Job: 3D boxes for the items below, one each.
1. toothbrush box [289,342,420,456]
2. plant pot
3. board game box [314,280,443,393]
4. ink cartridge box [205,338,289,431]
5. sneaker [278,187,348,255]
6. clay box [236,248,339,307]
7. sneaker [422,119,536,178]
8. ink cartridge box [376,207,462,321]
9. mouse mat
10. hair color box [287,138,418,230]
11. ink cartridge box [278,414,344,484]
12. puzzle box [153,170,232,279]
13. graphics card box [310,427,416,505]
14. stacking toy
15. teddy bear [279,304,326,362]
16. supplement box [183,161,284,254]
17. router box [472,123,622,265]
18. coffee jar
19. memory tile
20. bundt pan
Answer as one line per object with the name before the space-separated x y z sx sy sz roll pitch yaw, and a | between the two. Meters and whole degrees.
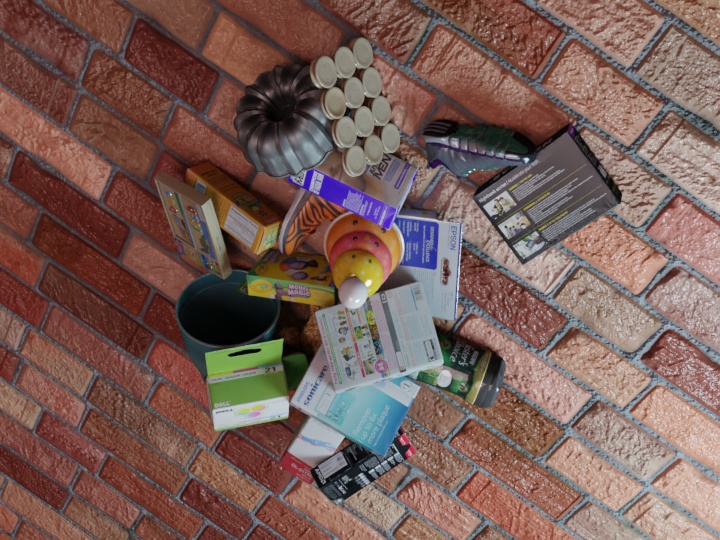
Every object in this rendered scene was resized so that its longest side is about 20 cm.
toothbrush box | -0.012 0.228 1.619 0.198 0.147 0.085 30 167 1
plant pot | -0.253 0.136 1.720 0.197 0.201 0.190 15 135 11
board game box | 0.033 0.119 1.555 0.197 0.064 0.150 -15 80 0
ink cartridge box | -0.205 0.210 1.604 0.146 0.077 0.201 -9 151 -11
sneaker | -0.073 -0.093 1.596 0.111 0.078 0.201 28 122 4
clay box | -0.124 0.010 1.646 0.197 0.115 0.048 9 119 14
sneaker | 0.197 -0.189 1.458 0.198 0.074 0.088 18 133 27
ink cartridge box | 0.086 -0.016 1.603 0.197 0.047 0.200 8 118 13
mouse mat | -0.190 0.211 1.697 0.197 0.008 0.162 -14 150 -4
hair color box | -0.013 -0.165 1.510 0.198 0.110 0.065 25 143 4
ink cartridge box | -0.068 0.304 1.762 0.082 0.146 0.201 33 123 0
puzzle box | -0.312 -0.083 1.650 0.132 0.025 0.201 29 147 29
graphics card box | 0.008 0.378 1.743 0.199 0.051 0.126 -34 149 -3
stacking toy | 0.000 0.000 1.491 0.144 0.201 0.148 2 122 4
teddy bear | -0.081 0.133 1.707 0.200 0.067 0.144 -41 136 25
supplement box | -0.236 -0.116 1.620 0.199 0.066 0.069 38 124 15
router box | 0.308 -0.123 1.461 0.199 0.051 0.150 -34 100 30
coffee jar | 0.169 0.176 1.637 0.198 0.105 0.086 22 122 7
memory tile | -0.006 -0.267 1.442 0.017 0.153 0.202 0 119 41
bundt pan | -0.123 -0.258 1.455 0.199 0.205 0.076 -2 155 20
